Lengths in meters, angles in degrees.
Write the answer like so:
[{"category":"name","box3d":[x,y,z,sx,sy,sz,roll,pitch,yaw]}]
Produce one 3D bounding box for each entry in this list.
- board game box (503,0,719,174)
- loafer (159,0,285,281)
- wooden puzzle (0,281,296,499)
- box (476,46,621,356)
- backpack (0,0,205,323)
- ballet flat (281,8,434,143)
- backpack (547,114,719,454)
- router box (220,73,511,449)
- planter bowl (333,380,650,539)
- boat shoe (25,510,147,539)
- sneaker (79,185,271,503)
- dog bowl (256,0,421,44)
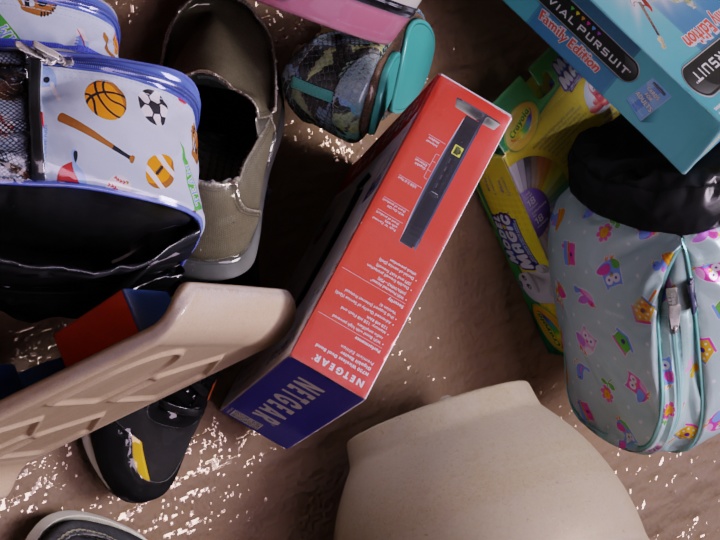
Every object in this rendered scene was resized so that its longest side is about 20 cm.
[{"category":"board game box","box3d":[0.170,-0.168,1.528,0.200,0.047,0.151,44,39,7]},{"category":"loafer","box3d":[-0.074,-0.086,1.336,0.075,0.200,0.070,4,137,-8]},{"category":"wooden puzzle","box3d":[-0.144,0.055,1.257,0.046,0.200,0.185,61,13,9]},{"category":"box","box3d":[0.137,-0.052,1.625,0.117,0.048,0.200,-44,127,-29]},{"category":"backpack","box3d":[-0.172,-0.050,1.210,0.190,0.200,0.155,11,71,-19]},{"category":"ballet flat","box3d":[-0.003,-0.121,1.445,0.200,0.074,0.075,-43,134,-76]},{"category":"backpack","box3d":[0.193,0.014,1.569,0.126,0.167,0.201,-15,113,-19]},{"category":"router box","box3d":[0.000,0.000,1.400,0.049,0.200,0.180,30,72,-6]},{"category":"planter bowl","box3d":[0.067,0.147,1.510,0.200,0.200,0.135,-9,76,-43]},{"category":"boat shoe","box3d":[-0.113,0.197,1.412,0.200,0.068,0.072,43,69,-38]},{"category":"sneaker","box3d":[-0.098,0.034,1.379,0.070,0.090,0.201,10,89,-44]},{"category":"dog bowl","box3d":[-0.048,-0.182,1.328,0.200,0.200,0.074,15,100,-44]}]
